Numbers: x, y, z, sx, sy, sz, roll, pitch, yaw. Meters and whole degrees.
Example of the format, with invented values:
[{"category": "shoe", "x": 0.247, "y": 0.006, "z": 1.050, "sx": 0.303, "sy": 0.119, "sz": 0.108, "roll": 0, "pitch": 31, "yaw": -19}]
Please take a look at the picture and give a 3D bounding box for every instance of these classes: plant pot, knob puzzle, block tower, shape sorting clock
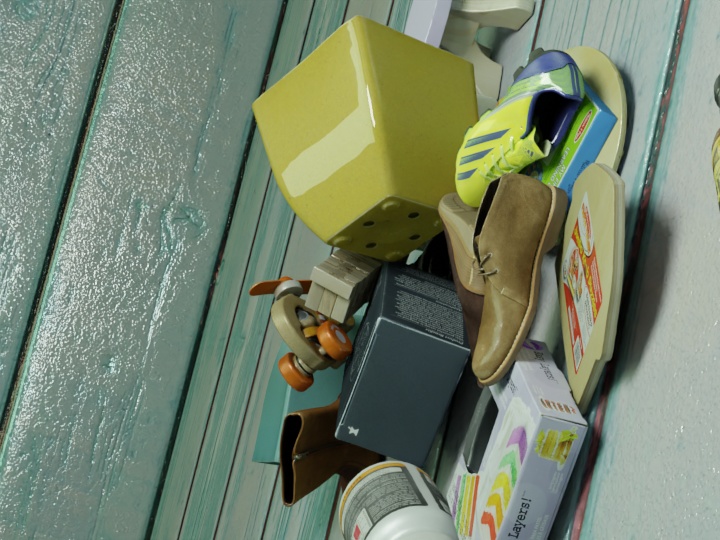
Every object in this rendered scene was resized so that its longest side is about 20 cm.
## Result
[{"category": "plant pot", "x": -0.045, "y": 0.156, "z": 1.881, "sx": 0.141, "sy": 0.140, "sz": 0.202, "roll": 158, "pitch": 121, "yaw": -72}, {"category": "knob puzzle", "x": 0.211, "y": -0.004, "z": 1.270, "sx": 0.220, "sy": 0.030, "sz": 0.222, "roll": -177, "pitch": 90, "yaw": -86}, {"category": "block tower", "x": 0.000, "y": 0.000, "z": 1.721, "sx": 0.200, "sy": 0.054, "sz": 0.058, "roll": -36, "pitch": -31, "yaw": -61}, {"category": "plant pot", "x": 0.020, "y": -0.129, "z": 1.644, "sx": 0.195, "sy": 0.193, "sz": 0.202, "roll": -35, "pitch": 55, "yaw": 37}, {"category": "shape sorting clock", "x": 0.200, "y": -0.122, "z": 1.442, "sx": 0.200, "sy": 0.039, "sz": 0.202, "roll": -45, "pitch": 37, "yaw": 49}]

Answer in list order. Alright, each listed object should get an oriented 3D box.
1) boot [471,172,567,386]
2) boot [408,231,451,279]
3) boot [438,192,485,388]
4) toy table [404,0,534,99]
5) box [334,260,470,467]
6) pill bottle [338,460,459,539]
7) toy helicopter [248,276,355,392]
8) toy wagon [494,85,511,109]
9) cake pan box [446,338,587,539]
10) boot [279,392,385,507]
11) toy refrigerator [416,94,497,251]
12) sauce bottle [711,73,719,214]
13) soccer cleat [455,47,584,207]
[{"category": "boot", "x": 0.128, "y": 0.006, "z": 1.360, "sx": 0.073, "sy": 0.075, "sz": 0.202, "roll": -11, "pitch": 60, "yaw": 65}, {"category": "boot", "x": 0.055, "y": 0.058, "z": 1.771, "sx": 0.175, "sy": 0.069, "sz": 0.201, "roll": 123, "pitch": 165, "yaw": -50}, {"category": "boot", "x": 0.121, "y": 0.015, "z": 1.527, "sx": 0.200, "sy": 0.071, "sz": 0.168, "roll": -94, "pitch": 2, "yaw": -70}, {"category": "toy table", "x": 0.126, "y": -0.301, "z": 1.810, "sx": 0.184, "sy": 0.116, "sz": 0.202, "roll": 157, "pitch": 129, "yaw": -73}, {"category": "box", "x": 0.048, "y": 0.098, "z": 1.624, "sx": 0.200, "sy": 0.106, "sz": 0.150, "roll": -80, "pitch": 10, "yaw": -70}, {"category": "pill bottle", "x": 0.047, "y": 0.278, "z": 1.473, "sx": 0.200, "sy": 0.115, "sz": 0.118, "roll": -127, "pitch": 54, "yaw": -74}, {"category": "toy helicopter", "x": -0.057, "y": 0.057, "z": 1.733, "sx": 0.079, "sy": 0.133, "sz": 0.200, "roll": -39, "pitch": -6, "yaw": 17}, {"category": "toy wagon", "x": 0.167, "y": -0.134, "z": 1.620, "sx": 0.200, "sy": 0.039, "sz": 0.157, "roll": 149, "pitch": 136, "yaw": -69}, {"category": "cake pan box", "x": 0.139, "y": 0.176, "z": 1.338, "sx": 0.200, "sy": 0.052, "sz": 0.186, "roll": -102, "pitch": 30, "yaw": -70}, {"category": "boot", "x": -0.027, "y": 0.234, "z": 1.670, "sx": 0.200, "sy": 0.068, "sz": 0.191, "roll": -21, "pitch": -61, "yaw": -63}, {"category": "toy refrigerator", "x": 0.107, "y": -0.118, "z": 1.787, "sx": 0.076, "sy": 0.069, "sz": 0.201, "roll": -98, "pitch": 26, "yaw": -44}, {"category": "sauce bottle", "x": 0.283, "y": -0.067, "z": 1.037, "sx": 0.201, "sy": 0.064, "sz": 0.065, "roll": -88, "pitch": 20, "yaw": -44}, {"category": "soccer cleat", "x": 0.152, "y": -0.126, "z": 1.426, "sx": 0.201, "sy": 0.064, "sz": 0.084, "roll": -57, "pitch": 36, "yaw": 38}]
